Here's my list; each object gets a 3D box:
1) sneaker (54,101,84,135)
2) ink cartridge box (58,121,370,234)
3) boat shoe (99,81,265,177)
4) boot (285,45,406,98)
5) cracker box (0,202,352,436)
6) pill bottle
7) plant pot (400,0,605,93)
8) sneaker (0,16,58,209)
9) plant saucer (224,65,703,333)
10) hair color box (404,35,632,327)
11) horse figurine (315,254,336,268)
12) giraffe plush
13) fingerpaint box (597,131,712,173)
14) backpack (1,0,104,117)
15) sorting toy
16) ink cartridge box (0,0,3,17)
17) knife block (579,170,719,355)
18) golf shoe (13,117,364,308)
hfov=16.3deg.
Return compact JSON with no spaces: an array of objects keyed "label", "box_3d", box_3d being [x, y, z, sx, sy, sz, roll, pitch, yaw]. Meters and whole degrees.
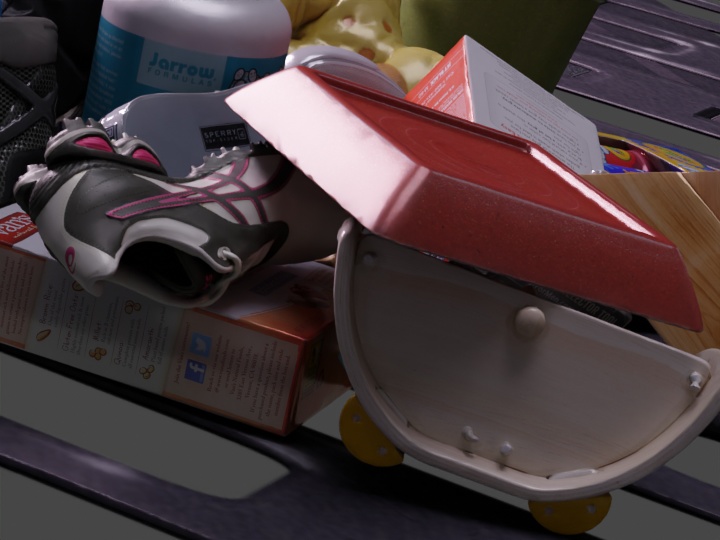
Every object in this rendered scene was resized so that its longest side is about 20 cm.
[{"label":"sneaker","box_3d":[-0.208,-0.124,1.663,0.089,0.079,0.200,24,20,27]},{"label":"ink cartridge box","box_3d":[-0.094,-0.050,1.580,0.199,0.037,0.095,12,17,-10]},{"label":"boat shoe","box_3d":[-0.082,-0.059,1.368,0.068,0.074,0.199,-18,-4,38]},{"label":"boot","box_3d":[0.032,-0.063,1.551,0.200,0.074,0.096,34,6,-40]},{"label":"cracker box","box_3d":[-0.101,0.016,1.317,0.199,0.058,0.134,17,17,15]},{"label":"pill bottle","box_3d":[-0.103,-0.102,1.452,0.110,0.201,0.111,11,17,-3]},{"label":"plant pot","box_3d":[0.082,-0.176,1.820,0.199,0.191,0.200,18,6,-2]},{"label":"sneaker","box_3d":[-0.241,-0.074,1.321,0.199,0.115,0.076,-6,1,-45]},{"label":"plant saucer","box_3d":[0.055,-0.043,1.262,0.199,0.037,0.200,17,14,-31]},{"label":"hair color box","box_3d":[0.089,-0.039,1.469,0.111,0.064,0.200,33,27,-22]},{"label":"horse figurine","box_3d":[0.000,0.000,1.451,0.132,0.050,0.200,25,15,20]},{"label":"giraffe plush","box_3d":[-0.001,-0.119,1.670,0.200,0.173,0.162,-31,59,-23]},{"label":"fingerpaint box","box_3d":[0.178,-0.034,1.638,0.166,0.074,0.200,10,16,-27]},{"label":"backpack","box_3d":[-0.218,-0.172,1.538,0.167,0.127,0.200,-29,33,-32]},{"label":"sorting toy","box_3d":[0.069,0.043,1.269,0.199,0.107,0.180,21,12,-3]},{"label":"ink cartridge box","box_3d":[-0.310,-0.096,1.377,0.200,0.146,0.084,-2,22,-40]},{"label":"knife block","box_3d":[0.201,0.033,1.381,0.200,0.176,0.064,0,-7,39]},{"label":"golf shoe","box_3d":[-0.076,-0.015,1.254,0.199,0.077,0.088,3,46,-36]}]
